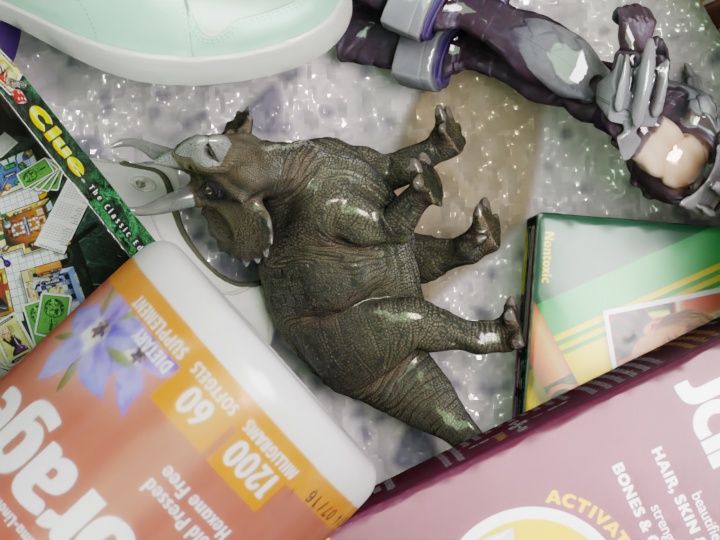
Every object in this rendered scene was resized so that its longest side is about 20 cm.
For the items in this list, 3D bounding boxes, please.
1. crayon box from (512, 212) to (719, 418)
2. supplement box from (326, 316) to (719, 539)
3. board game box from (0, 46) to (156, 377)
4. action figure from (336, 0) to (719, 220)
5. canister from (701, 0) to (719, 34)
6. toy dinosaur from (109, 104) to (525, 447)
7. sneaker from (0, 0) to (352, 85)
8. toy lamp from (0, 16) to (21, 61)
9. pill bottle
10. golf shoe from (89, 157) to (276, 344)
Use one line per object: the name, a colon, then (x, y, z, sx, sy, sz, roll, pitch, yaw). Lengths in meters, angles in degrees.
crayon box: (0.143, 0.084, 0.941, 0.171, 0.058, 0.202, 4, 89, -1)
supplement box: (0.088, 0.099, 0.868, 0.199, 0.086, 0.111, -26, 89, -2)
board game box: (-0.165, 0.012, 0.897, 0.200, 0.023, 0.105, -34, 101, 32)
action figure: (0.084, -0.072, 0.913, 0.199, 0.130, 0.070, 29, 86, 11)
canister: (0.159, -0.131, 0.901, 0.086, 0.149, 0.201, -30, 92, -1)
toy dinosaur: (0.000, 0.000, 0.921, 0.102, 0.077, 0.201, -18, 126, 21)
sneaker: (-0.092, -0.137, 0.851, 0.199, 0.119, 0.074, 14, 51, -5)
toy lamp: (-0.223, -0.113, 0.920, 0.199, 0.058, 0.059, 17, 89, 10)
pill bottle: (-0.100, 0.095, 0.801, 0.200, 0.112, 0.112, -43, 90, -2)
golf shoe: (-0.119, -0.016, 0.944, 0.200, 0.078, 0.097, 42, 69, -4)
